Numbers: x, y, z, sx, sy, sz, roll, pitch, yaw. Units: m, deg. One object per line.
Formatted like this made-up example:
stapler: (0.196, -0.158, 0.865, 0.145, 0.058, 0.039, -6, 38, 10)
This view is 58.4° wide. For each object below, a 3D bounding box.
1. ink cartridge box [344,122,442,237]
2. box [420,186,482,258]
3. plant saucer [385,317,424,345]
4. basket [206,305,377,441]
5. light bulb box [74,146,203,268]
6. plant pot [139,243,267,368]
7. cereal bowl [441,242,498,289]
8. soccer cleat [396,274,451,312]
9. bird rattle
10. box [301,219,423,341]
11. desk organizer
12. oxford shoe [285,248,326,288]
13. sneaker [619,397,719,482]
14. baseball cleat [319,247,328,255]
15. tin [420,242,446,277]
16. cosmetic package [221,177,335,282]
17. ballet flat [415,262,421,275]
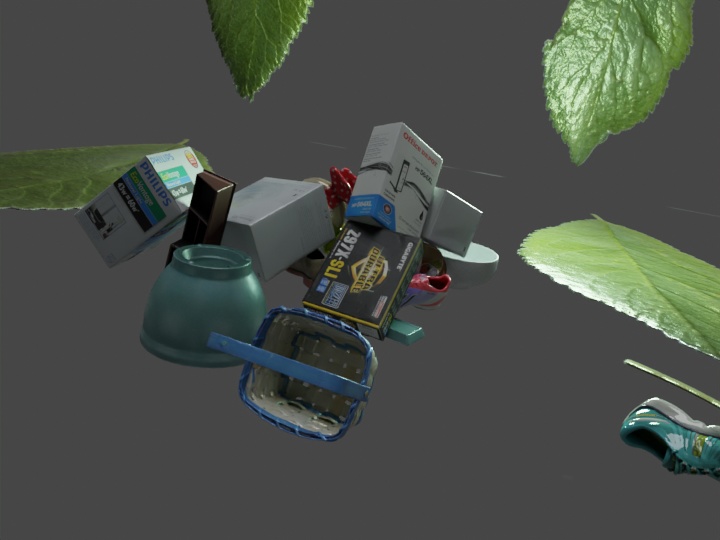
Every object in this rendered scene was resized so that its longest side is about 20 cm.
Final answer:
ink cartridge box: (0.069, -0.164, 1.267, 0.083, 0.205, 0.145, 2, -21, 47)
box: (0.138, -0.123, 1.410, 0.198, 0.109, 0.150, 24, 2, 43)
plant saucer: (0.019, 0.088, 1.171, 0.196, 0.020, 0.069, 18, 18, 30)
basket: (-0.065, 0.120, 0.757, 0.172, 0.143, 0.200, 16, -13, 24)
light bulb box: (-0.416, -0.130, 1.280, 0.197, 0.126, 0.199, -32, 8, 17)
plant pot: (-0.229, 0.041, 0.977, 0.194, 0.138, 0.201, 8, 15, -2)
cereal bowl: (0.218, -0.011, 1.496, 0.194, 0.086, 0.201, 9, 16, -2)
soccer cleat: (0.093, 0.036, 1.245, 0.196, 0.074, 0.069, 2, 45, -38)
bird rattle: (-0.076, -0.132, 1.367, 0.159, 0.204, 0.114, 17, 46, 14)
box: (0.007, 0.012, 1.160, 0.156, 0.050, 0.203, 14, 58, 24)
desk organizer: (-0.298, -0.073, 1.186, 0.070, 0.205, 0.077, 22, 20, 6)
oxford shoe: (-0.110, -0.023, 1.361, 0.069, 0.077, 0.199, -2, 20, -34)
sneaker: (0.430, 0.242, 0.831, 0.078, 0.080, 0.198, -24, 27, -28)
baseball cleat: (-0.026, -0.057, 1.568, 0.197, 0.071, 0.106, 28, 16, 24)
tin: (0.102, -0.015, 1.410, 0.198, 0.113, 0.042, 25, -15, 42)
cosmetic package: (-0.193, -0.091, 1.308, 0.196, 0.126, 0.199, 13, 38, 43)
ballet flat: (0.038, -0.017, 1.259, 0.195, 0.068, 0.069, 0, 46, -34)
